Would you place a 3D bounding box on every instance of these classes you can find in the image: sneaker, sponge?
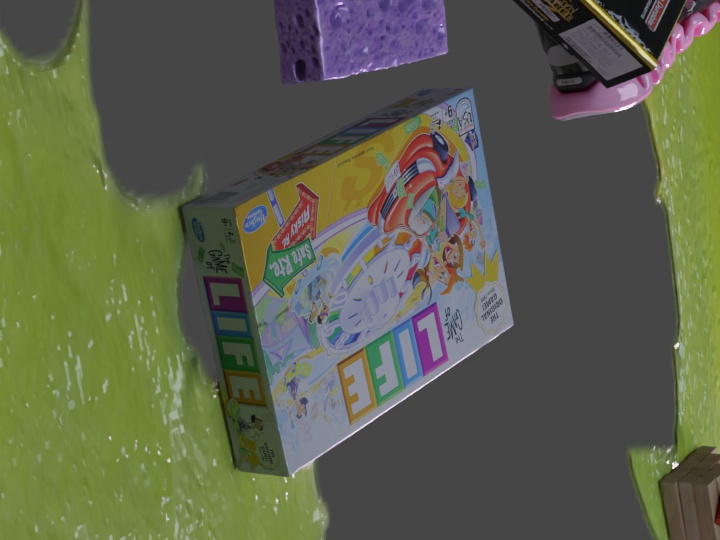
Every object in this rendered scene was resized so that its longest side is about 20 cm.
[{"bbox_3d":[0.162,-0.171,1.200,0.200,0.079,0.096,-45,114,-42],"label":"sneaker"},{"bbox_3d":[-0.006,-0.198,1.009,0.111,0.030,0.201,-20,107,-50],"label":"sponge"}]

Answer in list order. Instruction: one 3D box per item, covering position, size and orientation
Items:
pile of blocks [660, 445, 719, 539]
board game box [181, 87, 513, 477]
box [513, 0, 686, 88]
[{"bbox_3d":[0.234,0.216,1.313,0.082,0.062,0.201,5,88,-52],"label":"pile of blocks"},{"bbox_3d":[0.000,0.000,1.023,0.200,0.034,0.135,-31,116,-47],"label":"board game box"},{"bbox_3d":[0.130,-0.227,1.125,0.160,0.049,0.200,39,59,-18],"label":"box"}]
